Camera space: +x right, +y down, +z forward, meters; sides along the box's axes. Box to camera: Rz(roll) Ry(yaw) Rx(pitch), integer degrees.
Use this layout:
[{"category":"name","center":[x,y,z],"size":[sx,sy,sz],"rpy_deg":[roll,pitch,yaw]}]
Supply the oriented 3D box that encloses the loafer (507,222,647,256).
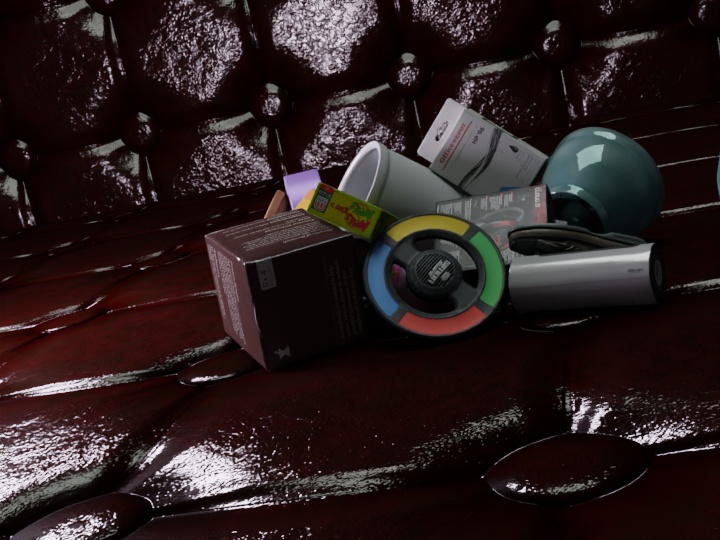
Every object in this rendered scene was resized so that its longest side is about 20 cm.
[{"category":"loafer","center":[0.305,-0.022,1.529],"size":[0.199,0.063,0.072],"rpy_deg":[7,-24,0]}]

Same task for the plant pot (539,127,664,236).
[{"category":"plant pot","center":[0.365,-0.108,1.737],"size":[0.200,0.201,0.134],"rpy_deg":[-1,33,44]}]

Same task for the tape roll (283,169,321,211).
[{"category":"tape roll","center":[-0.090,-0.084,2.026],"size":[0.065,0.201,0.200],"rpy_deg":[-14,12,-4]}]

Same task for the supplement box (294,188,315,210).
[{"category":"supplement box","center":[-0.109,-0.034,1.770],"size":[0.200,0.069,0.067],"rpy_deg":[-51,20,-2]}]

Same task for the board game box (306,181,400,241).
[{"category":"board game box","center":[-0.003,-0.079,1.611],"size":[0.101,0.048,0.200],"rpy_deg":[24,2,12]}]

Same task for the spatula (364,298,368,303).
[{"category":"spatula","center":[-0.024,0.035,1.736],"size":[0.056,0.021,0.200],"rpy_deg":[-17,19,-31]}]

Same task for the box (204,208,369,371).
[{"category":"box","center":[-0.110,0.022,1.595],"size":[0.164,0.167,0.200],"rpy_deg":[-17,20,-21]}]

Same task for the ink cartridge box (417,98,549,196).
[{"category":"ink cartridge box","center":[0.195,-0.188,1.799],"size":[0.200,0.116,0.068],"rpy_deg":[33,15,9]}]

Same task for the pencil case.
[{"category":"pencil case","center":[0.052,0.011,1.613],"size":[0.200,0.088,0.087],"rpy_deg":[21,32,40]}]

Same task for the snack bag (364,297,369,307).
[{"category":"snack bag","center":[-0.070,0.052,1.800],"size":[0.199,0.021,0.189],"rpy_deg":[-5,15,20]}]

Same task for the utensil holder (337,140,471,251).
[{"category":"utensil holder","center":[0.075,-0.099,1.823],"size":[0.199,0.170,0.170],"rpy_deg":[23,0,-21]}]

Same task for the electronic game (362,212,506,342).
[{"category":"electronic game","center":[0.103,0.007,1.507],"size":[0.199,0.201,0.042],"rpy_deg":[-14,-28,-8]}]

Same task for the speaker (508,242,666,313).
[{"category":"speaker","center":[0.303,0.013,1.468],"size":[0.199,0.082,0.081],"rpy_deg":[-6,13,31]}]

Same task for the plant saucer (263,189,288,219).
[{"category":"plant saucer","center":[-0.181,-0.056,2.080],"size":[0.032,0.201,0.200],"rpy_deg":[22,13,-2]}]

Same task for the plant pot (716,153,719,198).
[{"category":"plant pot","center":[0.570,-0.085,1.507],"size":[0.141,0.142,0.200],"rpy_deg":[-6,20,28]}]

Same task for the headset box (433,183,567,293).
[{"category":"headset box","center":[0.215,-0.043,1.655],"size":[0.199,0.075,0.149],"rpy_deg":[-9,51,18]}]
